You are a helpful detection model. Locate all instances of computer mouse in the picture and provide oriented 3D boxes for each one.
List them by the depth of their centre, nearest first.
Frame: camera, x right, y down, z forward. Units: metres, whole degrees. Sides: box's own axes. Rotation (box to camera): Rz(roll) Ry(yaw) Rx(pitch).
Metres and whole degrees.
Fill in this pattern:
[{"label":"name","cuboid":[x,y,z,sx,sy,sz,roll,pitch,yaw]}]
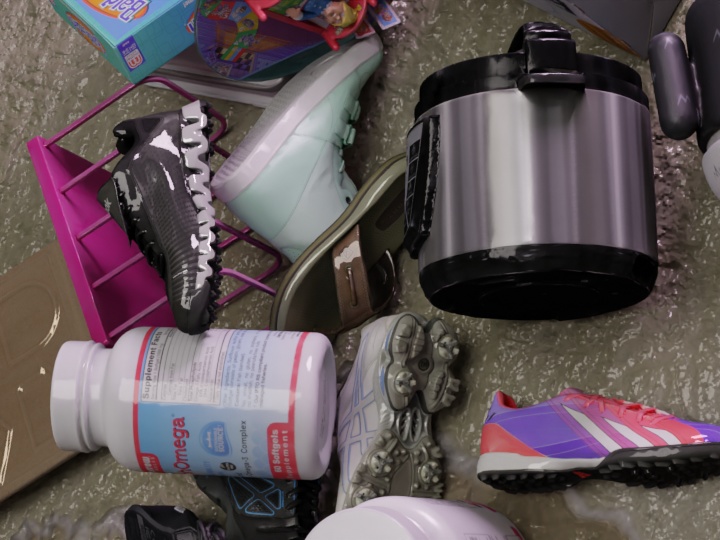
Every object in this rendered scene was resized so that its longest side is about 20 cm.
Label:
[{"label":"computer mouse","cuboid":[-0.120,0.246,1.712,0.200,0.046,0.141,-2,102,65]}]

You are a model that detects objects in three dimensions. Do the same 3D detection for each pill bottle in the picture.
[{"label":"pill bottle","cuboid":[0.037,0.213,1.540,0.113,0.200,0.114,-3,81,23]},{"label":"pill bottle","cuboid":[-0.122,0.097,1.658,0.199,0.109,0.109,2,75,8]}]

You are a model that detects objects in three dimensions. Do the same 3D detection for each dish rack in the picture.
[{"label":"dish rack","cuboid":[-0.110,-0.231,1.877,0.200,0.044,0.172,12,82,35]}]

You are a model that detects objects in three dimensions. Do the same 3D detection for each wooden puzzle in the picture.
[{"label":"wooden puzzle","cuboid":[-0.289,0.097,1.888,0.200,0.046,0.186,-30,62,16]}]

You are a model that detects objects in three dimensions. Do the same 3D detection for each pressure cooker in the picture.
[{"label":"pressure cooker","cuboid":[0.124,-0.074,1.600,0.176,0.178,0.201,-12,74,40]}]

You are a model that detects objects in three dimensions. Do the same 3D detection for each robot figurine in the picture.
[{"label":"robot figurine","cuboid":[0.290,-0.131,1.545,0.150,0.125,0.201,-14,68,28]}]

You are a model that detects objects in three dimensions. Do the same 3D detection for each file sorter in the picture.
[{"label":"file sorter","cuboid":[-0.152,-0.033,1.783,0.125,0.139,0.200,-32,61,18]}]

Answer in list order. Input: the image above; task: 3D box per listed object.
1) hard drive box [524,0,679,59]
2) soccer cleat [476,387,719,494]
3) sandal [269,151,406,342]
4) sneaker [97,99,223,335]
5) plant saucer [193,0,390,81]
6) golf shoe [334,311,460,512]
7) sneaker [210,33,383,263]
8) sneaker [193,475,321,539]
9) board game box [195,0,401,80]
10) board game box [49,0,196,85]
[{"label":"hard drive box","cuboid":[0.124,-0.250,1.668,0.200,0.156,0.077,32,94,36]},{"label":"soccer cleat","cuboid":[0.173,0.114,1.579,0.200,0.068,0.073,-7,67,33]},{"label":"sandal","cuboid":[0.000,-0.001,1.712,0.057,0.080,0.201,40,97,37]},{"label":"sneaker","cuboid":[-0.149,-0.037,1.658,0.090,0.067,0.201,-4,58,-4]},{"label":"plant saucer","cuboid":[-0.050,-0.233,1.743,0.200,0.200,0.036,-43,60,13]},{"label":"golf shoe","cuboid":[0.014,0.129,1.683,0.097,0.078,0.201,5,76,58]},{"label":"sneaker","cuboid":[-0.023,-0.091,1.771,0.201,0.118,0.074,-52,20,-28]},{"label":"sneaker","cuboid":[-0.061,0.181,1.684,0.082,0.073,0.200,-48,48,13]},{"label":"board game box","cuboid":[-0.030,-0.211,1.717,0.200,0.158,0.039,-26,59,-19]},{"label":"board game box","cuboid":[-0.145,-0.251,1.814,0.200,0.045,0.152,-36,43,-10]}]
